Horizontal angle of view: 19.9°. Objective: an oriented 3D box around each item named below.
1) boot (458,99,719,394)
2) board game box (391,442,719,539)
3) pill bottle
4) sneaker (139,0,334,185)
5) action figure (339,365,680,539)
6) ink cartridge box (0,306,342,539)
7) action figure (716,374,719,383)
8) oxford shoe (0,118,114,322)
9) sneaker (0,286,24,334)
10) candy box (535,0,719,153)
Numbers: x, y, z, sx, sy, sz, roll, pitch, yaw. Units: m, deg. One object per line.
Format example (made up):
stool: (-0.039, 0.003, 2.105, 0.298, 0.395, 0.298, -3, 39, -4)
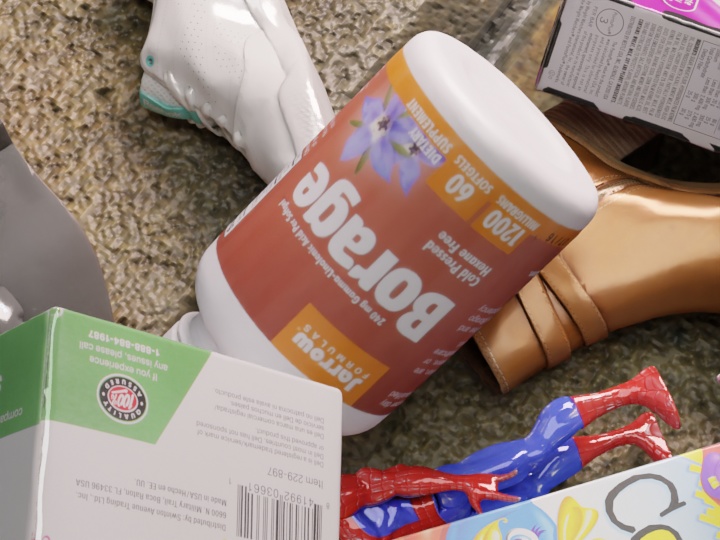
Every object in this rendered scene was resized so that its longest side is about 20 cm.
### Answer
boot: (0.124, 0.007, 0.969, 0.155, 0.077, 0.200, -37, 70, -19)
board game box: (0.092, 0.158, 0.885, 0.199, 0.105, 0.103, -16, 67, -9)
pill bottle: (0.000, 0.000, 0.910, 0.200, 0.112, 0.112, -45, 71, 16)
sneaker: (-0.065, -0.090, 1.019, 0.088, 0.075, 0.200, -24, 62, 1)
action figure: (0.049, 0.102, 0.929, 0.199, 0.066, 0.052, -17, 57, -7)
ink cartridge box: (-0.087, 0.134, 0.780, 0.145, 0.087, 0.201, 19, 60, -38)
action figure: (0.222, 0.061, 0.890, 0.199, 0.149, 0.134, 7, 28, -34)
oxford shoe: (-0.170, -0.012, 0.976, 0.071, 0.071, 0.201, -25, 85, -12)
sneaker: (-0.239, -0.006, 0.917, 0.200, 0.073, 0.082, 34, 27, 22)
candy box: (0.197, -0.104, 0.998, 0.199, 0.061, 0.136, 20, 29, 5)
